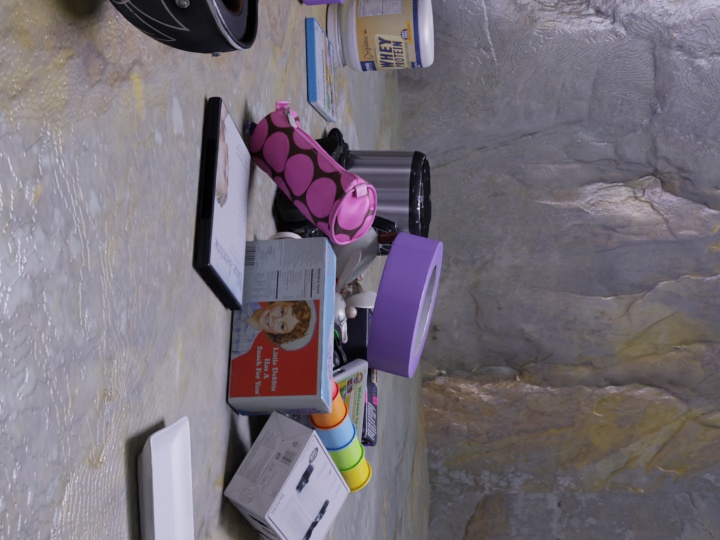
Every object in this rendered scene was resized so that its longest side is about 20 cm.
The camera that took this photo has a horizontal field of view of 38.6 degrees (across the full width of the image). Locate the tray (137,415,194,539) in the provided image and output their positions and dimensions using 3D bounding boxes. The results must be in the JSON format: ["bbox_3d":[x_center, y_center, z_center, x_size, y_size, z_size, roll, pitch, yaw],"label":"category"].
[{"bbox_3d":[-0.173,0.238,0.914,0.107,0.022,0.203,-15,103,-81],"label":"tray"}]

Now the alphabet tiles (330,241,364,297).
[{"bbox_3d":[-0.037,-0.017,1.648,0.200,0.014,0.198,144,-72,-72],"label":"alphabet tiles"}]

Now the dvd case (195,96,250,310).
[{"bbox_3d":[-0.152,-0.073,1.159,0.143,0.017,0.203,70,20,-68],"label":"dvd case"}]

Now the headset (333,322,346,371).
[{"bbox_3d":[-0.060,0.153,1.376,0.124,0.093,0.201,-45,154,-36],"label":"headset"}]

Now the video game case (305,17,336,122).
[{"bbox_3d":[-0.069,-0.354,1.839,0.200,0.018,0.145,13,74,-82],"label":"video game case"}]

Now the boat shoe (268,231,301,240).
[{"bbox_3d":[-0.093,0.036,1.384,0.202,0.071,0.060,88,2,-46],"label":"boat shoe"}]

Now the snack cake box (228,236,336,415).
[{"bbox_3d":[-0.090,0.066,1.224,0.067,0.113,0.203,68,22,-66],"label":"snack cake box"}]

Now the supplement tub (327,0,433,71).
[{"bbox_3d":[0.041,-0.464,2.005,0.144,0.197,0.147,-2,90,-82],"label":"supplement tub"}]

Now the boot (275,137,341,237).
[{"bbox_3d":[-0.067,-0.085,1.545,0.212,0.078,0.159,-69,152,-46],"label":"boot"}]

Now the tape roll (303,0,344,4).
[{"bbox_3d":[-0.066,-0.543,1.691,0.200,0.065,0.203,-2,90,-81],"label":"tape roll"}]

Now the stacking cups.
[{"bbox_3d":[-0.037,0.194,1.306,0.061,0.060,0.202,-82,159,-52],"label":"stacking cups"}]

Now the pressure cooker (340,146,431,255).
[{"bbox_3d":[0.016,-0.114,1.732,0.179,0.197,0.179,-11,104,-80],"label":"pressure cooker"}]

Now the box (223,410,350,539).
[{"bbox_3d":[-0.083,0.266,1.230,0.117,0.060,0.201,-59,154,-21],"label":"box"}]

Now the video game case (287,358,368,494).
[{"bbox_3d":[-0.057,0.235,1.358,0.181,0.022,0.203,-21,121,-52],"label":"video game case"}]

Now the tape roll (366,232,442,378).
[{"bbox_3d":[0.066,0.050,1.490,0.200,0.065,0.203,14,90,-81],"label":"tape roll"}]

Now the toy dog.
[{"bbox_3d":[0.000,0.000,1.459,0.132,0.095,0.203,55,35,-61],"label":"toy dog"}]

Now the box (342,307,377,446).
[{"bbox_3d":[-0.039,0.158,1.542,0.106,0.120,0.203,62,27,-70],"label":"box"}]

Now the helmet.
[{"bbox_3d":[-0.126,-0.275,0.791,0.200,0.190,0.200,46,12,-13],"label":"helmet"}]

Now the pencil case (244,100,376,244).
[{"bbox_3d":[-0.059,-0.123,1.276,0.090,0.200,0.094,-5,130,-46],"label":"pencil case"}]

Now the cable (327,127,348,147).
[{"bbox_3d":[-0.039,-0.172,1.936,0.200,0.050,0.166,56,28,-71],"label":"cable"}]
